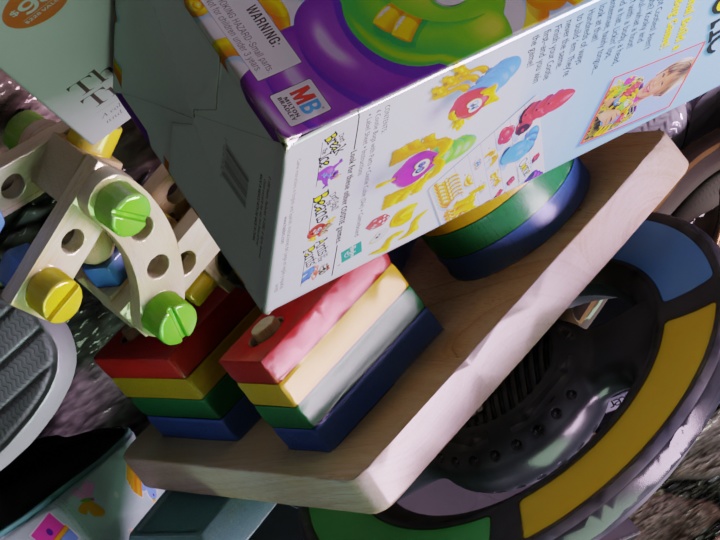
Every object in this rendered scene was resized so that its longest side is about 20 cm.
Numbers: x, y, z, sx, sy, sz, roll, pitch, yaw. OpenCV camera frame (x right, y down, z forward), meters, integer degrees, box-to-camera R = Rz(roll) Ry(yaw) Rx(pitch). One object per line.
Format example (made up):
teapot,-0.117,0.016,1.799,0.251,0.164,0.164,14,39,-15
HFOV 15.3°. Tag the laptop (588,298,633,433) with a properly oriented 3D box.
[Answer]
laptop,0.103,0.025,1.267,0.177,0.103,0.200,-18,178,-36

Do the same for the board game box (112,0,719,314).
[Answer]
board game box,0.030,-0.091,0.882,0.200,0.103,0.105,-26,156,-20

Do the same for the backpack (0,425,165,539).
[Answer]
backpack,-0.158,0.165,1.188,0.176,0.153,0.200,-32,-169,41

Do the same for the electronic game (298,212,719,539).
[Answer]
electronic game,0.060,0.051,1.049,0.200,0.200,0.042,-36,118,5

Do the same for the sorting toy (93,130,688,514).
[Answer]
sorting toy,0.000,0.000,1.097,0.199,0.070,0.200,-47,-159,-23

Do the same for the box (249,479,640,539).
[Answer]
box,0.004,0.153,1.275,0.148,0.124,0.200,-14,150,-48

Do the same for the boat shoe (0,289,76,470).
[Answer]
boat shoe,-0.187,0.066,1.102,0.200,0.074,0.067,-32,176,24

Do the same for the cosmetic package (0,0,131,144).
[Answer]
cosmetic package,-0.047,-0.138,0.883,0.200,0.052,0.151,-36,156,5

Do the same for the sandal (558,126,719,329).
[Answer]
sandal,0.156,-0.024,1.172,0.200,0.055,0.082,-38,168,-29

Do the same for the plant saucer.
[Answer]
plant saucer,-0.025,0.053,1.154,0.070,0.019,0.200,-9,-146,53

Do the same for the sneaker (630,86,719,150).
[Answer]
sneaker,0.150,-0.102,1.213,0.200,0.075,0.115,-46,173,-4

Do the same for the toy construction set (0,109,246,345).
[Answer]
toy construction set,-0.055,-0.054,1.007,0.200,0.092,0.131,-40,138,5
